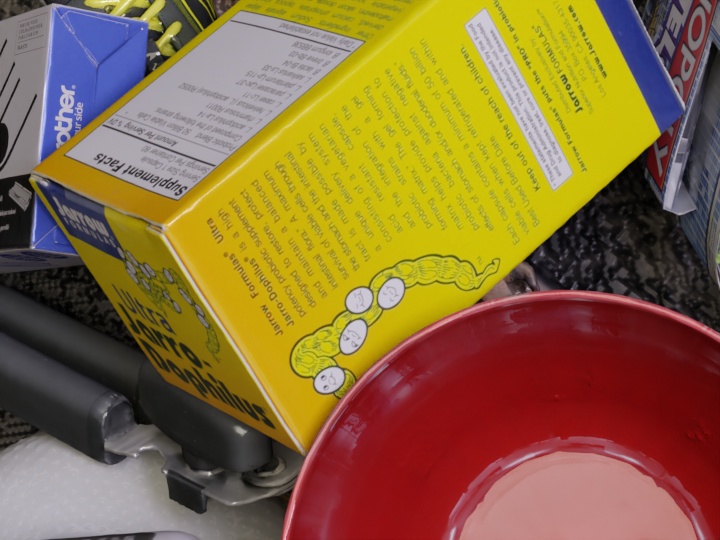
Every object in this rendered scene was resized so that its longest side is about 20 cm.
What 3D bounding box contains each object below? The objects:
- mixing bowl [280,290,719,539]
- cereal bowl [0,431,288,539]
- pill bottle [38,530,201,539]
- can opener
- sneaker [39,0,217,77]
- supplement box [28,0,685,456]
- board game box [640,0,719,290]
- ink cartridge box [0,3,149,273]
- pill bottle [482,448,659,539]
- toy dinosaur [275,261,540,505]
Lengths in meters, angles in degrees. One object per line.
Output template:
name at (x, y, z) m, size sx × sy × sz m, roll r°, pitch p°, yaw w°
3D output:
mixing bowl at (0.075, 0.112, 0.896) m, size 0.200 × 0.108 × 0.200 m, roll -1°, pitch 83°, yaw 6°
cereal bowl at (-0.107, 0.160, 1.043) m, size 0.200 × 0.083 × 0.200 m, roll -1°, pitch 84°, yaw 6°
pill bottle at (-0.109, 0.158, 0.944) m, size 0.200 × 0.114 × 0.114 m, roll -5°, pitch 83°, yaw 6°
can opener at (-0.099, 0.045, 1.027) m, size 0.200 × 0.053 × 0.067 m, roll 20°, pitch 126°, yaw 39°
sneaker at (-0.083, -0.094, 1.031) m, size 0.074 × 0.085 × 0.200 m, roll -28°, pitch 112°, yaw -5°
supplement box at (0.000, -0.046, 0.921) m, size 0.200 × 0.109 × 0.110 m, roll -41°, pitch 120°, yaw -17°
board game box at (0.155, -0.092, 0.942) m, size 0.062 × 0.200 × 0.200 m, roll 9°, pitch 116°, yaw -13°
ink cartridge box at (-0.152, -0.047, 1.021) m, size 0.044 × 0.200 × 0.094 m, roll 8°, pitch 83°, yaw -30°
pill bottle at (0.090, 0.173, 1.001) m, size 0.116 × 0.116 × 0.200 m, roll -5°, pitch 84°, yaw 6°
toy dinosaur at (0.000, 0.000, 1.042) m, size 0.135 × 0.086 × 0.200 m, roll -19°, pitch 73°, yaw 5°
